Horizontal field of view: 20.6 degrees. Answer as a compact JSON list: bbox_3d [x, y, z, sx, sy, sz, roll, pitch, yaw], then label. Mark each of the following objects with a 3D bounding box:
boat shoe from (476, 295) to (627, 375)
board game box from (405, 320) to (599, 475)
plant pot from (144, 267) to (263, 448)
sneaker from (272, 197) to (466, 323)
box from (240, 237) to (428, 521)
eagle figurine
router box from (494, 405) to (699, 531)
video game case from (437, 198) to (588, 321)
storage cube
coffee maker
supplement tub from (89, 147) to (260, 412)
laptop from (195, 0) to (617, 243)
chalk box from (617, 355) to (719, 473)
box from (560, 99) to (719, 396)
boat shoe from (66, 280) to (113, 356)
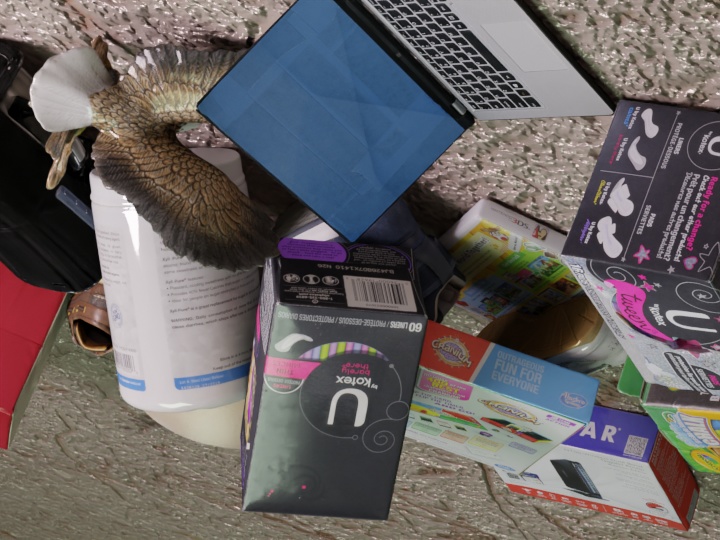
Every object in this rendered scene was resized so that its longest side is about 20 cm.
[{"bbox_3d":[0.158,0.076,1.683,0.069,0.071,0.200,33,156,-23],"label":"boat shoe"},{"bbox_3d":[0.097,0.111,1.670,0.153,0.040,0.200,20,159,-6],"label":"board game box"},{"bbox_3d":[-0.109,0.046,1.810,0.200,0.200,0.135,19,129,8],"label":"plant pot"},{"bbox_3d":[-0.001,0.001,1.671,0.146,0.077,0.202,46,151,-17],"label":"sneaker"},{"bbox_3d":[-0.025,0.087,1.572,0.122,0.106,0.200,5,121,-8],"label":"box"},{"bbox_3d":[-0.142,-0.108,1.518,0.200,0.151,0.152,25,143,23],"label":"eagle figurine"},{"bbox_3d":[0.222,0.187,1.984,0.200,0.049,0.180,10,156,28],"label":"router box"},{"bbox_3d":[0.149,0.013,1.671,0.182,0.023,0.200,25,160,-8],"label":"video game case"},{"bbox_3d":[-0.432,0.072,2.166,0.180,0.171,0.200,23,159,-5],"label":"storage cube"},{"bbox_3d":[-0.306,-0.067,1.680,0.135,0.192,0.200,41,175,45],"label":"coffee maker"},{"bbox_3d":[-0.149,0.007,1.656,0.132,0.200,0.132,-6,-167,1],"label":"supplement tub"},{"bbox_3d":[0.033,-0.111,1.348,0.200,0.116,0.187,2,152,42],"label":"laptop"},{"bbox_3d":[0.301,0.082,1.539,0.200,0.125,0.124,3,152,36],"label":"chalk box"},{"bbox_3d":[0.239,-0.007,1.378,0.115,0.132,0.200,10,157,32],"label":"box"},{"bbox_3d":[-0.285,0.055,2.127,0.072,0.068,0.200,24,159,-7],"label":"boat shoe"}]
